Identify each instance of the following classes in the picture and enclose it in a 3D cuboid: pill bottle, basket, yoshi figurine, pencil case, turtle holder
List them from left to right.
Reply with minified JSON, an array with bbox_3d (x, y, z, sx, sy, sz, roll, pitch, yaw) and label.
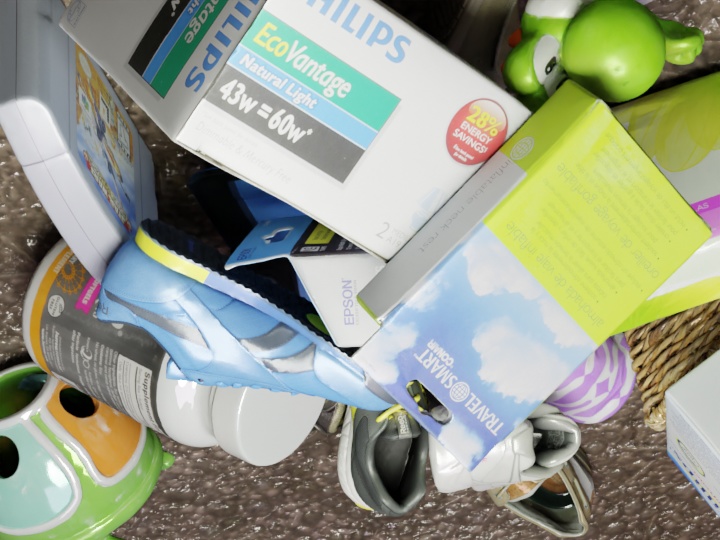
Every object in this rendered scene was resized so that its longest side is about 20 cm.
[{"bbox_3d":[-0.243,0.136,1.555,0.185,0.141,0.132,7,139,45],"label":"turtle holder"},{"bbox_3d":[-0.125,0.051,1.403,0.116,0.199,0.117,-32,133,-42],"label":"pill bottle"},{"bbox_3d":[0.130,0.043,1.551,0.200,0.084,0.086,33,88,-41],"label":"pencil case"},{"bbox_3d":[0.165,-0.167,1.225,0.112,0.200,0.112,37,159,-4],"label":"yoshi figurine"},{"bbox_3d":[0.295,0.021,1.506,0.142,0.150,0.200,15,132,-26],"label":"basket"}]

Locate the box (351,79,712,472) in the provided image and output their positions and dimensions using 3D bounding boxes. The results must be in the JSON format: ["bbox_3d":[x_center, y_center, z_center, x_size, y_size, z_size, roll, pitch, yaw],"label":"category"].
[{"bbox_3d":[0.093,0.005,1.190,0.200,0.048,0.122,-45,120,2],"label":"box"}]

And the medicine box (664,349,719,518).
[{"bbox_3d":[0.313,0.090,1.445,0.182,0.103,0.200,-37,161,-3],"label":"medicine box"}]

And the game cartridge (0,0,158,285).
[{"bbox_3d":[-0.175,-0.075,1.311,0.041,0.134,0.200,-19,139,7],"label":"game cartridge"}]

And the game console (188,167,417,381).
[{"bbox_3d":[0.000,0.000,1.420,0.199,0.172,0.118,-9,-177,13],"label":"game console"}]

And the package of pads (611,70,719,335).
[{"bbox_3d":[0.227,-0.056,1.400,0.199,0.155,0.068,-19,138,8],"label":"package of pads"}]

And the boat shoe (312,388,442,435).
[{"bbox_3d":[-0.023,0.090,1.581,0.199,0.065,0.073,1,139,-11],"label":"boat shoe"}]

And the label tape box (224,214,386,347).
[{"bbox_3d":[0.025,0.003,1.314,0.199,0.143,0.067,-4,101,7],"label":"label tape box"}]

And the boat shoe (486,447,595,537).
[{"bbox_3d":[0.128,0.152,1.680,0.075,0.069,0.200,-34,133,26],"label":"boat shoe"}]

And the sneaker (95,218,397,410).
[{"bbox_3d":[-0.070,0.046,1.293,0.199,0.066,0.079,28,101,-8],"label":"sneaker"}]

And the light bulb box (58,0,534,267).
[{"bbox_3d":[-0.040,-0.118,1.215,0.198,0.200,0.125,30,98,-35],"label":"light bulb box"}]

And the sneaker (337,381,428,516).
[{"bbox_3d":[0.024,0.085,1.516,0.074,0.085,0.201,-9,103,-19],"label":"sneaker"}]

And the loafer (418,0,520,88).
[{"bbox_3d":[0.076,-0.157,1.322,0.068,0.076,0.200,2,147,-16],"label":"loafer"}]

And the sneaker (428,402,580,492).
[{"bbox_3d":[0.120,0.129,1.542,0.099,0.078,0.200,-4,-177,19],"label":"sneaker"}]
